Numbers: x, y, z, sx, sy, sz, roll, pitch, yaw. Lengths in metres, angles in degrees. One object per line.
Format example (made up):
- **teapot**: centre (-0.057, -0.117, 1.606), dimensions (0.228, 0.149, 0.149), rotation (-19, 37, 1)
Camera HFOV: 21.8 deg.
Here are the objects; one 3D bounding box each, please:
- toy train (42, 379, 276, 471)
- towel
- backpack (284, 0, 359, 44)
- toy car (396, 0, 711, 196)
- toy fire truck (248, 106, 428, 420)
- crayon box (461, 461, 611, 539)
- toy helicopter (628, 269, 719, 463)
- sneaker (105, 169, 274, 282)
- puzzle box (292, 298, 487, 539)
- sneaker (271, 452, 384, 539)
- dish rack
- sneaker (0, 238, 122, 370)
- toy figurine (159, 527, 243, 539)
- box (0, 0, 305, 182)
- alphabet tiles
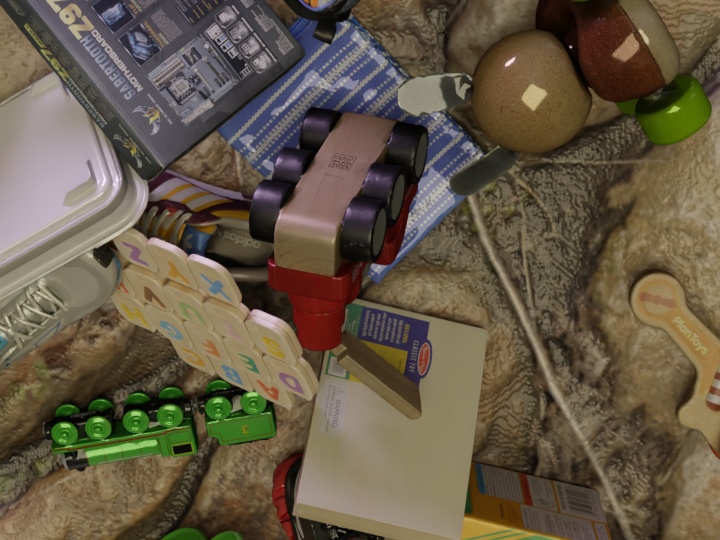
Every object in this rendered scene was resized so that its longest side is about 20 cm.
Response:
- **toy train**: centre (-0.165, 0.130, 1.567), dimensions (0.199, 0.042, 0.057), rotation (-10, 116, 2)
- **towel**: centre (-0.007, -0.104, 1.509), dimensions (0.200, 0.024, 0.145), rotation (44, 102, -11)
- **backpack**: centre (-0.015, -0.305, 1.390), dimensions (0.190, 0.154, 0.200), rotation (-41, 97, -5)
- **toy car**: centre (0.134, -0.146, 1.422), dimensions (0.200, 0.158, 0.164), rotation (-33, 113, 4)
- **toy fire truck**: centre (0.000, 0.000, 1.446), dimensions (0.128, 0.176, 0.201), rotation (11, 125, 13)
- **crayon box**: centre (0.102, 0.204, 1.544), dimensions (0.199, 0.126, 0.052), rotation (14, 106, -4)
- **toy helicopter**: centre (0.302, 0.071, 1.535), dimensions (0.132, 0.079, 0.200), rotation (-43, 98, 10)
- **sneaker**: centre (-0.148, -0.036, 1.492), dimensions (0.199, 0.090, 0.075), rotation (9, 106, -3)
- **puzzle box**: centre (0.027, 0.119, 1.498), dimensions (0.133, 0.200, 0.025), rotation (14, 144, -3)
- **sneaker**: centre (-0.014, 0.232, 1.523), dimensions (0.071, 0.098, 0.201), rotation (-7, 68, -27)
- **dish rack**: centre (-0.272, -0.067, 1.449), dimensions (0.200, 0.172, 0.044), rotation (-29, 145, 9)
- **sneaker**: centre (-0.265, 0.038, 1.474), dimensions (0.075, 0.087, 0.200), rotation (45, 130, -17)
- **toy figurine**: centre (-0.094, 0.317, 1.569), dimensions (0.184, 0.150, 0.200), rotation (37, 133, -22)
- **box**: centre (-0.162, -0.192, 1.418), dimensions (0.158, 0.051, 0.200), rotation (-42, 96, -26)
- **alphabet tiles**: centre (-0.125, 0.039, 1.467), dimensions (0.200, 0.196, 0.015), rotation (21, 63, 28)
